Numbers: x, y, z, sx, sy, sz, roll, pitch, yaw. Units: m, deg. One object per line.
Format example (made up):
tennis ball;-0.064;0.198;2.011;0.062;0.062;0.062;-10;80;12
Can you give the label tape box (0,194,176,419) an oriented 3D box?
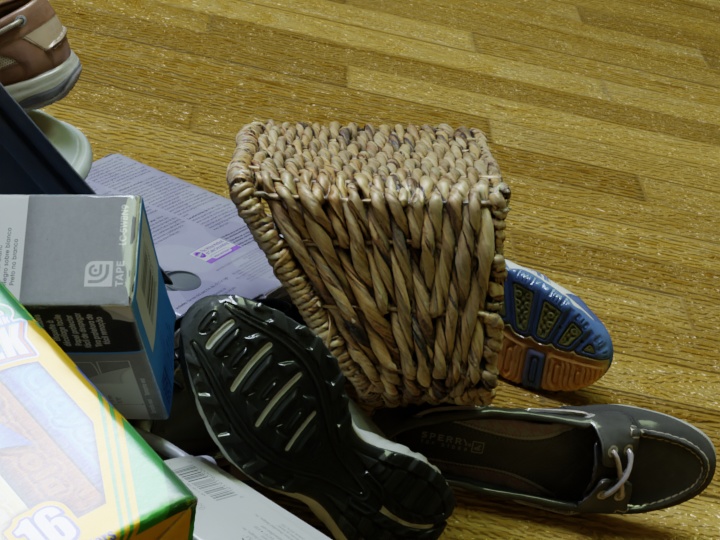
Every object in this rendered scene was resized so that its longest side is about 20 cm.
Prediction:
label tape box;-0.196;0.020;1.037;0.200;0.144;0.063;0;65;3

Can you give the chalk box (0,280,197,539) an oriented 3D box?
chalk box;-0.178;0.097;0.926;0.124;0.125;0.200;-25;54;-30

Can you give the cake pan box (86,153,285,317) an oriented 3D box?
cake pan box;-0.130;-0.005;1.369;0.184;0.052;0.200;23;24;17

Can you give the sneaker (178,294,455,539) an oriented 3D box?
sneaker;-0.034;0.081;1.112;0.079;0.074;0.200;31;-14;50

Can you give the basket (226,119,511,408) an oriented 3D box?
basket;0.000;0.000;1.197;0.149;0.143;0.200;2;14;-2

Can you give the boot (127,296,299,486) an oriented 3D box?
boot;-0.113;0.065;1.138;0.200;0.097;0.075;-3;13;-39

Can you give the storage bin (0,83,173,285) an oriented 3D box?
storage bin;-0.224;-0.031;1.175;0.146;0.134;0.200;41;-10;47

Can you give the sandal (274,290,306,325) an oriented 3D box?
sandal;-0.019;0.037;1.325;0.200;0.080;0.054;-21;4;-42

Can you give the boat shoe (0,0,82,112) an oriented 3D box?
boat shoe;-0.272;-0.122;1.305;0.200;0.072;0.076;-15;27;-5

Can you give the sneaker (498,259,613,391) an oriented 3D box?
sneaker;0.085;0.012;1.422;0.200;0.075;0.088;25;25;23

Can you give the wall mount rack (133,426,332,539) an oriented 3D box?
wall mount rack;-0.089;0.149;1.013;0.200;0.075;0.174;29;23;32

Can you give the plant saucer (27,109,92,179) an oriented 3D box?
plant saucer;-0.266;-0.065;1.329;0.200;0.050;0.200;-10;27;5

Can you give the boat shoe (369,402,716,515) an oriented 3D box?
boat shoe;0.102;0.107;1.220;0.200;0.067;0.057;8;16;2
